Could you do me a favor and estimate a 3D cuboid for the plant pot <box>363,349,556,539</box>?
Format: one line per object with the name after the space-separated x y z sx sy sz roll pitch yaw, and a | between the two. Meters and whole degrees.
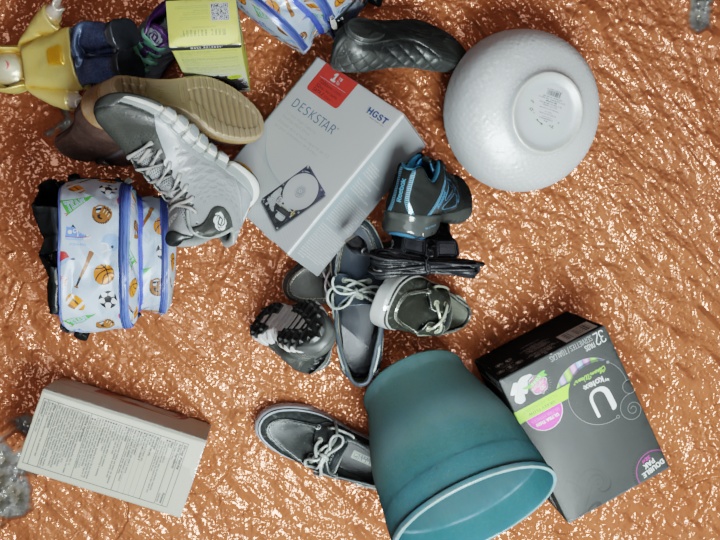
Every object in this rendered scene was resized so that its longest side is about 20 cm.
0.095 0.204 0.942 0.199 0.200 0.188 -23 54 -3 | plant pot

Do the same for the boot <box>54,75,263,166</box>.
-0.231 -0.163 0.927 0.199 0.166 0.073 7 71 -37 | boot

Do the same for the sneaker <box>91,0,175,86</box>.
-0.255 -0.254 0.936 0.074 0.088 0.200 39 90 -8 | sneaker

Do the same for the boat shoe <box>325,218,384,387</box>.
-0.004 0.038 0.953 0.075 0.062 0.201 3 100 0 | boat shoe

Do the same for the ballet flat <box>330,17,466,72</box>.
0.049 -0.263 0.958 0.199 0.057 0.067 -4 58 -36 | ballet flat

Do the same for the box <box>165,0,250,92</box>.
-0.163 -0.242 0.888 0.075 0.200 0.050 -5 89 -4 | box

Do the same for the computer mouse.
0.046 -0.025 0.915 0.140 0.200 0.046 3 111 -13 | computer mouse

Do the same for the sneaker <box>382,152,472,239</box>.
0.088 -0.095 0.933 0.073 0.200 0.082 12 109 19 | sneaker

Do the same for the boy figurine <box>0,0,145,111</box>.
-0.345 -0.243 0.911 0.199 0.064 0.125 -1 102 17 | boy figurine

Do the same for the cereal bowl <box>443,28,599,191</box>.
0.205 -0.191 0.971 0.199 0.083 0.201 -4 104 -16 | cereal bowl

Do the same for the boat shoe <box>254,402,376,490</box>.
-0.039 0.228 1.011 0.199 0.068 0.074 28 92 -8 | boat shoe

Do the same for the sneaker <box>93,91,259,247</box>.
-0.194 -0.089 0.825 0.200 0.075 0.116 32 57 -33 | sneaker

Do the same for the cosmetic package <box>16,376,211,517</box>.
-0.292 0.211 0.974 0.199 0.087 0.104 21 91 -6 | cosmetic package

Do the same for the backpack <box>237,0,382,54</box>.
-0.081 -0.344 0.886 0.200 0.191 0.154 34 87 1 | backpack

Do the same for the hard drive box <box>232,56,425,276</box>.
-0.050 -0.122 0.937 0.156 0.077 0.200 39 89 32 | hard drive box

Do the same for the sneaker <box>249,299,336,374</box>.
-0.060 0.082 0.942 0.090 0.200 0.067 41 73 -19 | sneaker

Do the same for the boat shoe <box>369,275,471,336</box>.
0.078 0.042 0.941 0.064 0.200 0.071 25 100 26 | boat shoe

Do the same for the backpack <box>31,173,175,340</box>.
-0.281 -0.015 0.896 0.153 0.190 0.201 -5 95 -6 | backpack

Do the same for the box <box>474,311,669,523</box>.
0.261 0.178 1.009 0.148 0.124 0.201 -27 98 -3 | box

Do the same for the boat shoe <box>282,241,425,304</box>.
0.000 0.000 1.000 0.199 0.057 0.067 -12 96 -5 | boat shoe
